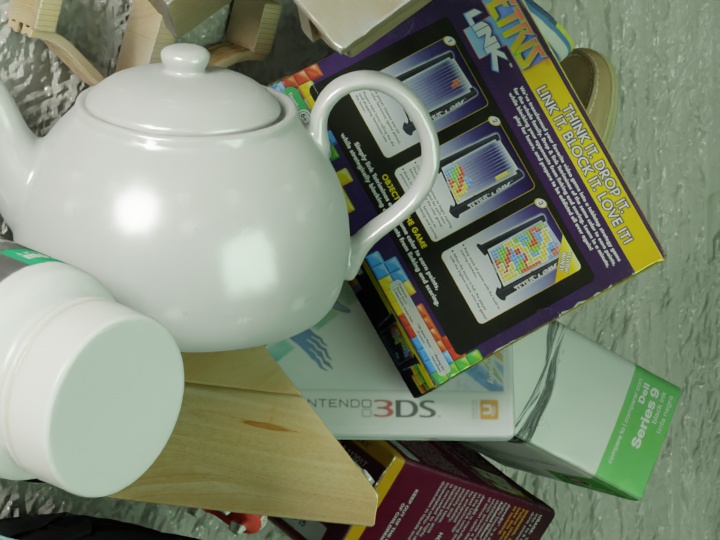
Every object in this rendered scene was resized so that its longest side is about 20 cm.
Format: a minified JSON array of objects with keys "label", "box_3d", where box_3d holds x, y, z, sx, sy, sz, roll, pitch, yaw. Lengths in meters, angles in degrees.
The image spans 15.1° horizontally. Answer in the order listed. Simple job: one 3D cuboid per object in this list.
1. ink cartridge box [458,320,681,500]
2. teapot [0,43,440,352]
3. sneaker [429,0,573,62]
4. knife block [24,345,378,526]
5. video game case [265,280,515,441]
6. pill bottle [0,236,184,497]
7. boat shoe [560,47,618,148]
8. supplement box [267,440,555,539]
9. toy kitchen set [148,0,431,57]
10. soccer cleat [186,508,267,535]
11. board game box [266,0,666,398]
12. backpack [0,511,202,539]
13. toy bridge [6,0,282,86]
[{"label":"ink cartridge box","box_3d":[0.081,0.065,1.728,0.200,0.146,0.084,29,80,-35]},{"label":"teapot","box_3d":[-0.091,-0.051,1.469,0.200,0.197,0.146,-19,120,-48]},{"label":"sneaker","box_3d":[0.066,-0.148,1.715,0.200,0.074,0.082,32,83,-51]},{"label":"knife block","box_3d":[-0.113,0.107,1.520,0.176,0.064,0.200,-38,95,-4]},{"label":"video game case","box_3d":[0.000,0.000,1.598,0.182,0.022,0.200,1,79,-12]},{"label":"pill bottle","box_3d":[-0.192,0.040,1.380,0.113,0.200,0.113,-25,124,-43]},{"label":"boat shoe","box_3d":[0.106,-0.065,1.801,0.065,0.071,0.200,34,81,-51]},{"label":"supplement box","box_3d":[0.020,0.146,1.750,0.200,0.110,0.086,24,100,-53]},{"label":"toy kitchen set","box_3d":[-0.015,-0.166,1.528,0.200,0.163,0.180,-36,158,-10]},{"label":"soccer cleat","box_3d":[-0.092,0.079,1.628,0.085,0.069,0.200,-48,131,-26]},{"label":"board game box","box_3d":[0.057,-0.052,1.580,0.165,0.057,0.200,-28,87,-17]},{"label":"backpack","box_3d":[-0.139,0.217,1.548,0.200,0.176,0.153,29,79,-48]},{"label":"toy bridge","box_3d":[-0.120,-0.130,1.532,0.200,0.027,0.067,1,108,-51]}]
